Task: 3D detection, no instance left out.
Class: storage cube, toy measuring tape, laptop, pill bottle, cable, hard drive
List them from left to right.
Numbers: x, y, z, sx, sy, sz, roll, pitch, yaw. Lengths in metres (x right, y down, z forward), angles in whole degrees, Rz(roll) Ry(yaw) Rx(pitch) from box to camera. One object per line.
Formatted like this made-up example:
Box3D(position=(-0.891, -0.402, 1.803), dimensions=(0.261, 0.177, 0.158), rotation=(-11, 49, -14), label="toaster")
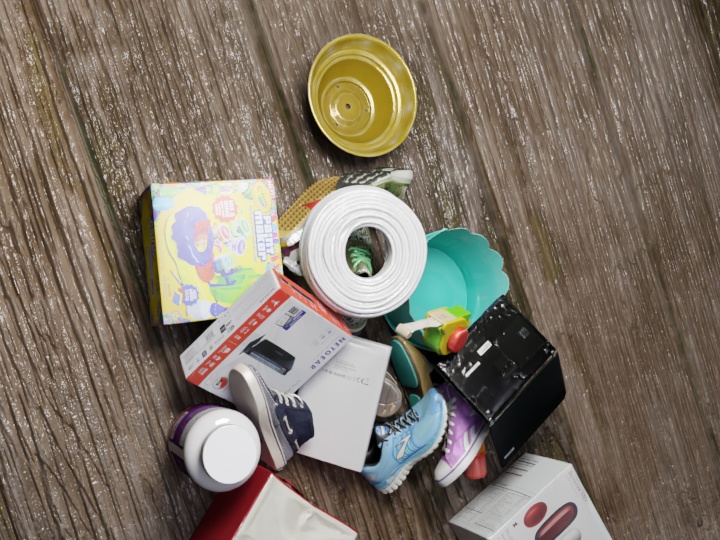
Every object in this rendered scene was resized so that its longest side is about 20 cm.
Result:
Box3D(position=(-0.211, 0.256, 1.213), dimensions=(0.110, 0.199, 0.115), rotation=(2, 85, -22), label="pill bottle")
Box3D(position=(-0.138, 0.411, 1.243), dimensions=(0.170, 0.179, 0.202), rotation=(38, 72, -15), label="storage cube")
Box3D(position=(-0.035, 0.203, 1.331), dimensions=(0.129, 0.027, 0.205), rotation=(14, 95, 8), label="hard drive")
Box3D(position=(0.005, -0.030, 1.274), dimensions=(0.200, 0.069, 0.201), rotation=(43, 81, -9), label="cable")
Box3D(position=(0.109, 0.100, 1.267), dimensions=(0.198, 0.072, 0.075), rotation=(-11, 90, -53), label="toy measuring tape")
Box3D(position=(0.234, 0.181, 1.374), dimensions=(0.177, 0.104, 0.200), rotation=(-41, 81, -20), label="laptop")

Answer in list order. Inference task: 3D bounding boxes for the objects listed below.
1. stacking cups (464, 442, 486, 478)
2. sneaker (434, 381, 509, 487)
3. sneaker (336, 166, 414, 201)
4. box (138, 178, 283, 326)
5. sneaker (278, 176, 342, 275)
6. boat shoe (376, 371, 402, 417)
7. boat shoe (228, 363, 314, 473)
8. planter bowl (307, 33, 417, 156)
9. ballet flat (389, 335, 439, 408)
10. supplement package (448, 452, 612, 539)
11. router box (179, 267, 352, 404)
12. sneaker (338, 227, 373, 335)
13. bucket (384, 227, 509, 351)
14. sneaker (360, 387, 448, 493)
Box3D(position=(0.187, 0.260, 1.460), dimensions=(0.059, 0.060, 0.205), rotation=(-5, 89, -23), label="stacking cups")
Box3D(position=(0.158, 0.252, 1.402), dimensions=(0.113, 0.073, 0.202), rotation=(36, 77, -3), label="sneaker")
Box3D(position=(0.030, -0.121, 1.387), dimensions=(0.199, 0.076, 0.091), rotation=(-18, 111, -54), label="sneaker")
Box3D(position=(-0.227, -0.027, 1.274), dimensions=(0.189, 0.122, 0.205), rotation=(-6, 88, -24), label="box")
Box3D(position=(-0.068, -0.077, 1.370), dimensions=(0.200, 0.074, 0.091), rotation=(-45, 127, -36), label="sneaker")
Box3D(position=(-0.015, 0.164, 1.376), dimensions=(0.199, 0.073, 0.075), rotation=(42, 99, 5), label="boat shoe")
Box3D(position=(-0.130, 0.201, 1.254), dimensions=(0.092, 0.074, 0.203), rotation=(-36, 132, -31), label="boat shoe")
Box3D(position=(-0.009, -0.286, 1.409), dimensions=(0.196, 0.083, 0.206), rotation=(2, 85, -23), label="planter bowl")
Box3D(position=(0.103, 0.194, 1.428), dimensions=(0.062, 0.068, 0.204), rotation=(-27, 108, -31), label="ballet flat")
Box3D(position=(0.299, 0.462, 1.441), dimensions=(0.198, 0.147, 0.194), rotation=(-34, 99, -21), label="supplement package")
Box3D(position=(-0.138, 0.114, 1.249), dimensions=(0.200, 0.049, 0.179), rotation=(-43, 134, 11), label="router box")
Box3D(position=(0.000, 0.000, 1.370), dimensions=(0.075, 0.088, 0.205), rotation=(8, 71, -24), label="sneaker")
Box3D(position=(0.137, 0.039, 1.415), dimensions=(0.203, 0.134, 0.213), rotation=(3, 83, -23), label="bucket")
Box3D(position=(0.066, 0.271, 1.359), dimensions=(0.089, 0.079, 0.201), rotation=(33, 101, -22), label="sneaker")
